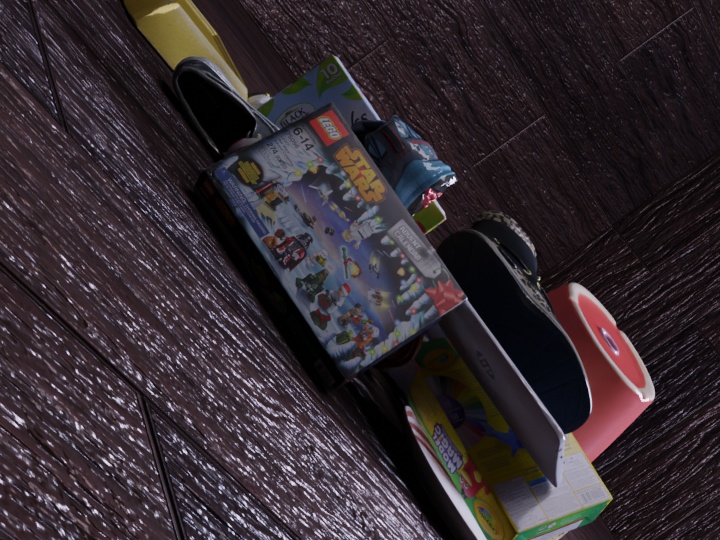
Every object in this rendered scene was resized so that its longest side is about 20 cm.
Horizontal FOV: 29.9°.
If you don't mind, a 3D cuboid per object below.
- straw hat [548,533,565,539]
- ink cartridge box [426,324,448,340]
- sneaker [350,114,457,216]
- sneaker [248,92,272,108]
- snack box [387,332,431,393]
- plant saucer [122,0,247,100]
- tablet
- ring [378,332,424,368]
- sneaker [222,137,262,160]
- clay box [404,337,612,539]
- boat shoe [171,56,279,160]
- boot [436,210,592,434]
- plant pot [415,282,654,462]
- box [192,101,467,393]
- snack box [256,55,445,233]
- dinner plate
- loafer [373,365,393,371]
[{"bbox_3d":[0.188,0.259,1.477,0.202,0.085,0.201,55,6,-8],"label":"straw hat"},{"bbox_3d":[0.136,0.075,1.532,0.196,0.043,0.200,47,-22,-21],"label":"ink cartridge box"},{"bbox_3d":[0.027,-0.095,1.211,0.096,0.079,0.200,55,-12,-2],"label":"sneaker"},{"bbox_3d":[-0.080,-0.126,1.620,0.200,0.075,0.077,38,22,-38],"label":"sneaker"},{"bbox_3d":[0.050,0.087,1.491,0.200,0.053,0.142,52,7,-32],"label":"snack box"},{"bbox_3d":[-0.197,-0.264,1.495,0.200,0.048,0.200,51,6,-41],"label":"plant saucer"},{"bbox_3d":[0.112,0.085,1.145,0.201,0.014,0.130,55,-10,25],"label":"tablet"},{"bbox_3d":[-0.008,-0.003,1.220,0.200,0.019,0.202,40,-38,41],"label":"ring"},{"bbox_3d":[-0.053,-0.030,1.145,0.201,0.081,0.088,55,4,6],"label":"sneaker"},{"bbox_3d":[0.124,0.146,1.211,0.201,0.114,0.048,59,-37,28],"label":"clay box"},{"bbox_3d":[-0.114,-0.120,1.303,0.200,0.072,0.071,44,16,-7],"label":"boat shoe"},{"bbox_3d":[0.151,0.038,1.231,0.204,0.073,0.154,56,19,-4],"label":"boot"},{"bbox_3d":[0.184,0.119,1.356,0.200,0.177,0.201,46,19,-21],"label":"plant pot"},{"bbox_3d":[-0.023,-0.022,1.084,0.201,0.137,0.040,55,-31,5],"label":"box"},{"bbox_3d":[-0.026,-0.095,1.376,0.201,0.142,0.053,55,5,-3],"label":"snack box"},{"bbox_3d":[0.089,0.212,1.226,0.201,0.024,0.200,54,6,-8],"label":"dinner plate"},{"bbox_3d":[0.000,0.000,1.315,0.075,0.068,0.201,8,-54,58],"label":"loafer"}]
